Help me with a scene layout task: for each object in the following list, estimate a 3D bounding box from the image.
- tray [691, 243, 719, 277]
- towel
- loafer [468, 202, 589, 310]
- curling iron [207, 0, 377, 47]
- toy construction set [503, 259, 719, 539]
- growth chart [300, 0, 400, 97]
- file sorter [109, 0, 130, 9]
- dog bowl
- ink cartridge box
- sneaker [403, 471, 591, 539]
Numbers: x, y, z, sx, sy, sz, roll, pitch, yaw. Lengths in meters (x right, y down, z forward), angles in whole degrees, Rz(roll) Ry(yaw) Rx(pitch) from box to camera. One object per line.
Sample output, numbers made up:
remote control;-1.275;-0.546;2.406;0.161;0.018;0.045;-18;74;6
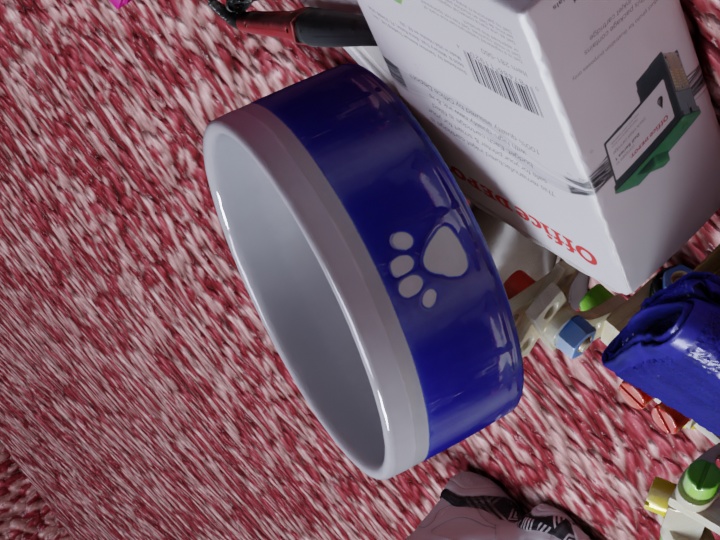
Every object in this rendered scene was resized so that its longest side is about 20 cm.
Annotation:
tray;0.218;0.006;1.203;0.099;0.037;0.200;46;165;4
towel;0.217;0.069;1.218;0.200;0.050;0.148;32;171;-4
loafer;0.087;-0.010;1.437;0.073;0.071;0.200;39;163;24
curling iron;-0.036;-0.142;1.460;0.050;0.026;0.200;51;166;-31
toy construction set;0.155;0.068;1.337;0.200;0.131;0.092;47;156;7
growth chart;0.016;-0.138;1.406;0.145;0.018;0.200;51;164;-13
file sorter;-0.095;-0.238;1.224;0.125;0.139;0.200;47;165;1
dog bowl;0.000;0.000;1.321;0.200;0.079;0.200;58;165;25
ink cartridge box;0.079;-0.102;1.205;0.146;0.084;0.200;35;162;39
sneaker;0.097;0.223;1.908;0.200;0.115;0.075;23;152;55
